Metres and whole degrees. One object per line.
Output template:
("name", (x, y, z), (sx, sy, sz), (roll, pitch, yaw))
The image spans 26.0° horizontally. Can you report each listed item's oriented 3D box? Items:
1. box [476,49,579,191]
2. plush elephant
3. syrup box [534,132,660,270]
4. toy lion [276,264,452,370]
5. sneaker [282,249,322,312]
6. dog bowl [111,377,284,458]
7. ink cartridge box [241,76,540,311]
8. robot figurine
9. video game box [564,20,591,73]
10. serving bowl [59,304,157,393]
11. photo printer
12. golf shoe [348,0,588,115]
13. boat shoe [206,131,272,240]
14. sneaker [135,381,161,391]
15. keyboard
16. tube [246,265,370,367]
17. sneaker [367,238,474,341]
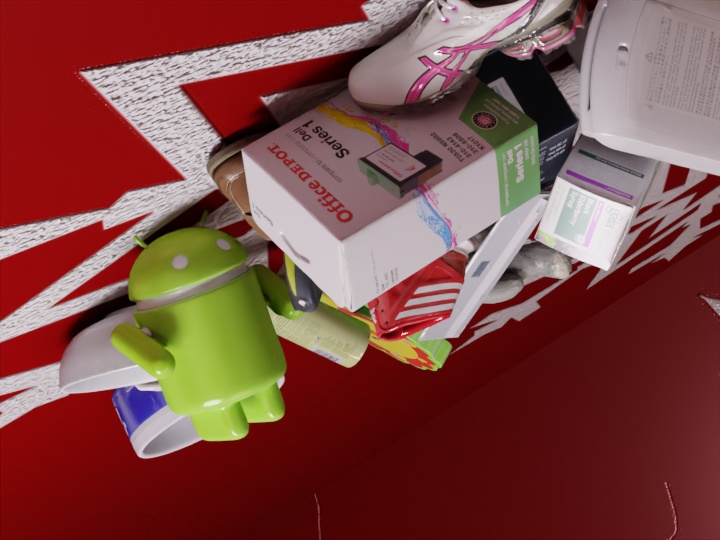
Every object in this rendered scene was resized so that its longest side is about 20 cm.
("box", (0.114, -0.118, 1.489), (0.148, 0.105, 0.200), (-29, 168, -5))
("plush elephant", (0.104, -0.033, 1.653), (0.199, 0.165, 0.155), (-21, -179, 12))
("syrup box", (0.240, -0.095, 1.493), (0.200, 0.081, 0.079), (-53, 163, -48))
("toy lion", (0.010, 0.044, 1.683), (0.069, 0.191, 0.200), (-60, 172, -13))
("sneaker", (-0.007, -0.044, 1.343), (0.074, 0.081, 0.200), (79, 30, -50))
("dog bowl", (-0.196, 0.144, 1.883), (0.200, 0.079, 0.200), (-28, 167, -7))
("ink cartridge box", (0.025, -0.079, 1.267), (0.200, 0.145, 0.084), (-32, 141, -20))
("robot figurine", (-0.138, 0.051, 1.402), (0.175, 0.201, 0.116), (-23, -172, -34))
("video game box", (0.306, -0.247, 1.549), (0.200, 0.047, 0.182), (-32, 169, 11))
("serving bowl", (-0.205, 0.069, 1.549), (0.199, 0.066, 0.200), (-12, 172, -2))
("photo printer", (0.289, -0.181, 1.418), (0.199, 0.167, 0.069), (10, -178, -29))
("golf shoe", (0.073, -0.194, 1.225), (0.199, 0.073, 0.092), (-25, 133, 12))
("boat shoe", (-0.073, -0.066, 1.360), (0.072, 0.068, 0.200), (-29, 166, 10))
("sneaker", (-0.172, 0.081, 1.697), (0.200, 0.075, 0.099), (-39, 165, 36))
("keyboard", (0.125, -0.003, 1.564), (0.056, 0.011, 0.200), (2, 131, -41))
("tube", (-0.084, 0.037, 1.586), (0.058, 0.199, 0.052), (-62, -158, 6))
("sneaker", (0.000, 0.000, 1.476), (0.199, 0.116, 0.078), (11, 166, 11))
